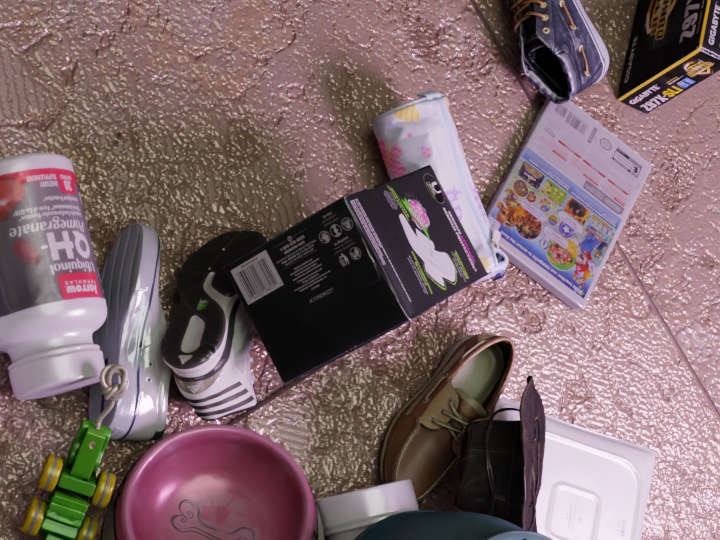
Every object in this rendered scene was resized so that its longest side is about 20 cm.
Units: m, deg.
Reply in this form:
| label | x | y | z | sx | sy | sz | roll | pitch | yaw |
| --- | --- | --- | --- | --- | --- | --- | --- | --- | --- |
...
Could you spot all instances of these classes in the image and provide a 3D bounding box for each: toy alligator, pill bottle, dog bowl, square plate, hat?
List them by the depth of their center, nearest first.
| label | x | y | z | sx | sy | sz | roll | pitch | yaw |
| --- | --- | --- | --- | --- | --- | --- | --- | --- | --- |
| toy alligator | -0.242 | 0.172 | 1.348 | 0.059 | 0.054 | 0.201 | 21 | 90 | -13 |
| dog bowl | -0.126 | 0.222 | 1.364 | 0.199 | 0.074 | 0.201 | 4 | 56 | -6 |
| pill bottle | -0.285 | 0.007 | 1.369 | 0.110 | 0.111 | 0.201 | -11 | 81 | -27 |
| pill bottle | 0.025 | 0.299 | 1.434 | 0.113 | 0.114 | 0.201 | -9 | 80 | -27 |
| hat | 0.128 | 0.194 | 1.469 | 0.081 | 0.201 | 0.201 | -1 | 73 | 11 |
| square plate | 0.210 | 0.249 | 1.585 | 0.197 | 0.028 | 0.201 | 20 | 69 | -19 |

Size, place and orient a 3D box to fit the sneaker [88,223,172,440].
| label | x | y | z | sx | sy | sz | roll | pitch | yaw |
| --- | --- | --- | --- | --- | --- | --- | --- | --- | --- |
| sneaker | -0.202 | 0.059 | 1.427 | 0.071 | 0.073 | 0.201 | 19 | 71 | -41 |

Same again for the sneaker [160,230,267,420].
| label | x | y | z | sx | sy | sz | roll | pitch | yaw |
| --- | --- | --- | --- | --- | --- | --- | --- | --- | --- |
| sneaker | -0.128 | 0.059 | 1.463 | 0.075 | 0.116 | 0.201 | 1 | 41 | 17 |

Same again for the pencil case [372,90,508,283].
| label | x | y | z | sx | sy | sz | roll | pitch | yaw |
| --- | --- | --- | --- | --- | --- | --- | --- | --- | --- |
| pencil case | 0.081 | -0.077 | 1.577 | 0.083 | 0.091 | 0.201 | -18 | 83 | -28 |

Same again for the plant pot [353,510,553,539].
| label | x | y | z | sx | sy | sz | roll | pitch | yaw |
| --- | --- | --- | --- | --- | --- | --- | --- | --- | --- |
| plant pot | 0.093 | 0.292 | 1.297 | 0.199 | 0.188 | 0.201 | 6 | 75 | -22 |

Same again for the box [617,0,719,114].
| label | x | y | z | sx | sy | sz | roll | pitch | yaw |
| --- | --- | --- | --- | --- | --- | --- | --- | --- | --- |
| box | 0.361 | -0.292 | 1.730 | 0.049 | 0.160 | 0.201 | 22 | 68 | -19 |

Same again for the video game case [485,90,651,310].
| label | x | y | z | sx | sy | sz | roll | pitch | yaw |
| --- | --- | --- | --- | --- | --- | --- | --- | --- | --- |
| video game case | 0.221 | -0.077 | 1.685 | 0.143 | 0.018 | 0.200 | 36 | 64 | -13 |

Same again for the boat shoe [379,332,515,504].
| label | x | y | z | sx | sy | sz | roll | pitch | yaw |
| --- | --- | --- | --- | --- | --- | --- | --- | --- | --- |
| boat shoe | 0.088 | 0.137 | 1.530 | 0.076 | 0.074 | 0.200 | 38 | 64 | -11 |

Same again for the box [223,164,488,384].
| label | x | y | z | sx | sy | sz | roll | pitch | yaw |
| --- | --- | --- | --- | --- | --- | --- | --- | --- | --- |
| box | 0.000 | 0.000 | 1.441 | 0.125 | 0.148 | 0.200 | 63 | 28 | 2 |

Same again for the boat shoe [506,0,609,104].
| label | x | y | z | sx | sy | sz | roll | pitch | yaw |
| --- | --- | --- | --- | --- | --- | --- | --- | --- | --- |
| boat shoe | 0.191 | -0.277 | 1.683 | 0.201 | 0.071 | 0.091 | 55 | 42 | -5 |
